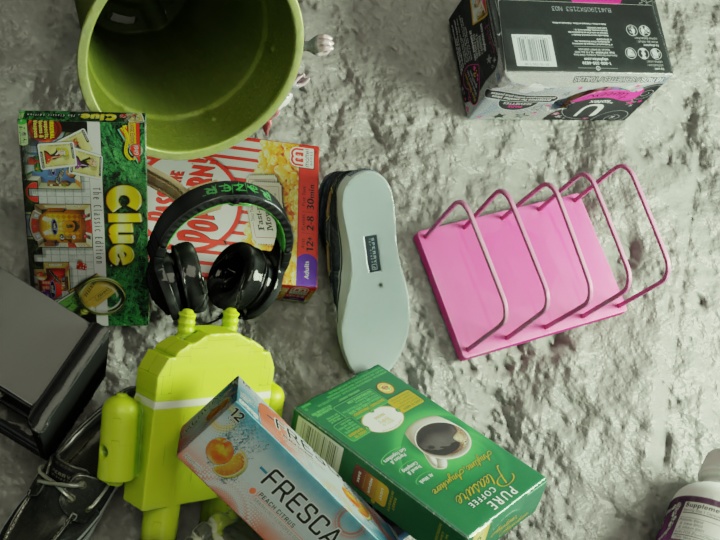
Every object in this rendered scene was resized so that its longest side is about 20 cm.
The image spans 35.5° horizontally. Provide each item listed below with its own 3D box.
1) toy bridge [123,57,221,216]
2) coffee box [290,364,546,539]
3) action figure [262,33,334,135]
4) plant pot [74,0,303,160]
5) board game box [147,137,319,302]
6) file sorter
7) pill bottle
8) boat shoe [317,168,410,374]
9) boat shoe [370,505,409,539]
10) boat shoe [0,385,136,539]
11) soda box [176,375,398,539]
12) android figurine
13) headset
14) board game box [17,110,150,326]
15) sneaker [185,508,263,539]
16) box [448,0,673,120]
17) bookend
[{"bbox_3d":[-0.200,-0.119,1.030,0.067,0.027,0.200,-20,58,-33],"label":"toy bridge"},{"bbox_3d":[0.047,0.165,0.980,0.200,0.044,0.123,31,34,29],"label":"coffee box"},{"bbox_3d":[-0.110,-0.229,1.107,0.149,0.134,0.200,4,66,-15],"label":"action figure"},{"bbox_3d":[-0.180,-0.233,1.012,0.200,0.200,0.190,-15,41,-22],"label":"plant pot"},{"bbox_3d":[-0.141,-0.055,1.078,0.200,0.046,0.152,5,68,-15],"label":"board game box"},{"bbox_3d":[0.183,-0.015,1.121,0.200,0.125,0.139,-14,75,-22],"label":"file sorter"},{"bbox_3d":[0.335,0.273,1.067,0.112,0.112,0.200,34,63,-3],"label":"pill bottle"},{"bbox_3d":[0.000,0.000,1.095,0.071,0.091,0.201,-4,98,-18],"label":"boat shoe"},{"bbox_3d":[0.009,0.218,1.003,0.200,0.084,0.069,-29,77,-27],"label":"boat shoe"},{"bbox_3d":[-0.242,0.175,0.938,0.072,0.071,0.200,22,56,18],"label":"boat shoe"},{"bbox_3d":[-0.055,0.181,0.906,0.068,0.064,0.200,-42,104,5],"label":"soda box"},{"bbox_3d":[-0.137,0.130,0.953,0.182,0.041,0.201,-2,102,-44],"label":"android figurine"},{"bbox_3d":[-0.126,0.019,0.979,0.123,0.200,0.094,1,38,-27],"label":"headset"},{"bbox_3d":[-0.235,-0.040,0.972,0.105,0.200,0.023,-2,30,-11],"label":"board game box"},{"bbox_3d":[-0.132,0.278,0.937,0.074,0.085,0.200,32,55,29],"label":"sneaker"},{"bbox_3d":[0.214,-0.241,1.224,0.200,0.115,0.132,-3,72,-17],"label":"box"},{"bbox_3d":[-0.309,0.053,0.896,0.199,0.200,0.092,33,70,-4],"label":"bookend"}]
